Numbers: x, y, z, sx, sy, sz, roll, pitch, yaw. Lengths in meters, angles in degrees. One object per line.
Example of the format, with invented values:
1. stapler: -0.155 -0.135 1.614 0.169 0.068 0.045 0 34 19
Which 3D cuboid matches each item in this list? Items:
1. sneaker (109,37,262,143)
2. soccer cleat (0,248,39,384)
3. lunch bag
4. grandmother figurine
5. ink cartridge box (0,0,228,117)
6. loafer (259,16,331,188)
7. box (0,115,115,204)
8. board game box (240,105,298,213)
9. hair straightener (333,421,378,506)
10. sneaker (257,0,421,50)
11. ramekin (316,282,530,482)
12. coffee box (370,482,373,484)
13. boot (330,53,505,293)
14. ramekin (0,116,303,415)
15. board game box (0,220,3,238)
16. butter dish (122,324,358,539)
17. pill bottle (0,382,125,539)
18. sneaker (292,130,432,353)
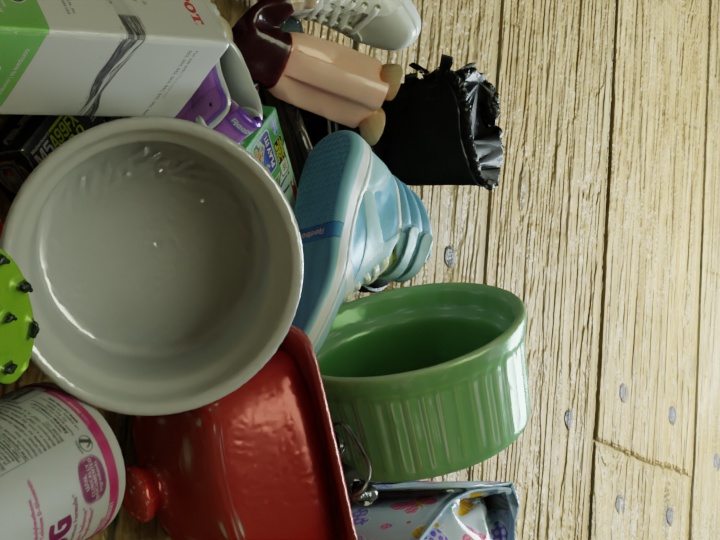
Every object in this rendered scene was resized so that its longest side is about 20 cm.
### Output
1. sneaker: -0.127 -0.074 1.336 0.073 0.114 0.201 15 75 -55
2. soccer cleat: -0.266 -0.003 1.156 0.068 0.081 0.200 -62 145 -30
3. lunch bag: 0.018 0.238 1.533 0.200 0.169 0.127 -43 118 -45
4. grandmother figurine: -0.065 -0.171 1.504 0.200 0.061 0.122 15 94 -25
5. ink cartridge box: -0.210 -0.181 1.252 0.200 0.084 0.146 -2 53 -46
6. loafer: -0.042 -0.122 1.583 0.072 0.063 0.201 -11 95 -55
7. box: -0.180 -0.089 1.398 0.160 0.044 0.200 59 42 -31
8. board game box: -0.085 -0.013 1.494 0.135 0.029 0.200 -61 148 -41
9. hair straightener: -0.043 0.139 1.447 0.041 0.200 0.077 -27 108 -19
10. sneaker: -0.040 -0.226 1.555 0.200 0.073 0.085 29 46 -21
11. ramekin: 0.043 0.091 1.511 0.200 0.200 0.098 -36 120 -51
12. coffee box: 0.039 0.101 1.688 0.200 0.044 0.123 -27 107 -53
13. boot: 0.049 -0.082 1.623 0.073 0.162 0.199 -12 96 -54
14. ramekin: -0.143 -0.010 1.270 0.098 0.200 0.201 -126 -159 -76
15. board game box: -0.325 -0.026 1.178 0.200 0.046 0.152 -53 128 -44
16. butter dish: -0.110 0.143 1.380 0.148 0.199 0.200 -19 104 -27
17. pill bottle: -0.254 0.156 1.199 0.200 0.113 0.114 -28 109 -52
18. sneaker: 0.000 0.000 1.514 0.130 0.079 0.200 34 64 -39
